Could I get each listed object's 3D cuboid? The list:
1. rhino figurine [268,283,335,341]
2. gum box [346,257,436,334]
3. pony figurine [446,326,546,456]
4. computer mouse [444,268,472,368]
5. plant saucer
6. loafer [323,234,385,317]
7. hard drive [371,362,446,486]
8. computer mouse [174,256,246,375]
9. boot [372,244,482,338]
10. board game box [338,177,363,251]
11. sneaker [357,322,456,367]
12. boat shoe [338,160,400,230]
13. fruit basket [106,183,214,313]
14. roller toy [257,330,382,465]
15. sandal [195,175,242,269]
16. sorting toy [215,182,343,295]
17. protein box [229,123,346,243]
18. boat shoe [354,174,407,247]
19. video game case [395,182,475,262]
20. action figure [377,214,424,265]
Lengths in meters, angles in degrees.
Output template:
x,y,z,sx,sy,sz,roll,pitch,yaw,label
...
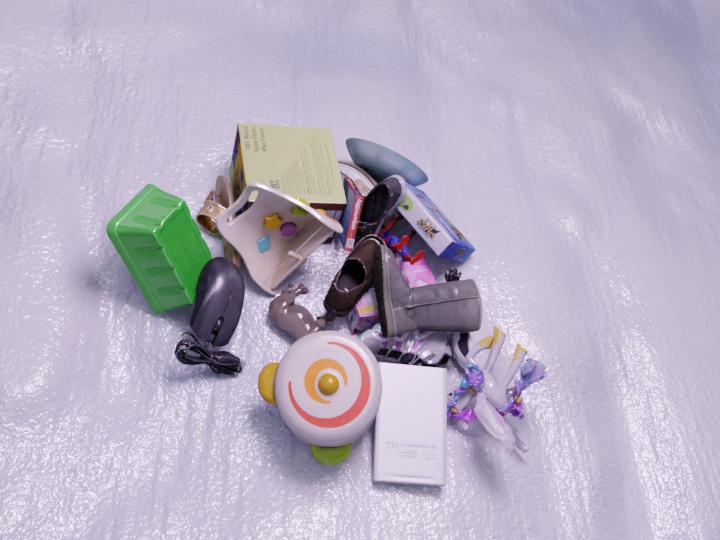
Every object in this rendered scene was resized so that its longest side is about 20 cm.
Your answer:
x,y,z,sx,sy,sz,roll,pitch,yaw,label
-0.090,0.110,1.375,0.200,0.060,0.087,44,55,11,rhino figurine
0.063,0.047,1.467,0.195,0.067,0.115,-7,57,-23,gum box
0.243,0.228,1.344,0.192,0.166,0.201,39,90,28,pony figurine
0.193,0.107,1.462,0.043,0.110,0.205,-8,63,7,computer mouse
0.050,-0.219,1.595,0.197,0.201,0.039,25,83,-1,plant saucer
0.000,0.000,1.391,0.072,0.072,0.202,27,52,4,loafer
0.088,0.270,1.309,0.128,0.026,0.205,6,68,-8,hard drive
-0.241,0.072,1.290,0.137,0.052,0.205,24,65,-41,computer mouse
0.126,0.034,1.373,0.195,0.072,0.187,-8,93,-14,boot
-0.024,-0.114,1.464,0.019,0.105,0.200,11,16,-10,board game box
0.092,0.163,1.390,0.196,0.078,0.142,-14,65,-21,sneaker
-0.001,-0.161,1.587,0.198,0.075,0.069,35,51,10,boat shoe
-0.371,-0.045,1.330,0.213,0.217,0.157,31,51,5,fruit basket
-0.055,0.198,1.244,0.182,0.140,0.200,-43,78,-14,roller toy
-0.284,-0.097,1.442,0.068,0.078,0.216,-3,62,-28,sandal
-0.164,-0.082,1.369,0.178,0.199,0.108,31,30,-35,sorting toy
-0.152,-0.174,1.505,0.195,0.136,0.202,-1,57,-20,protein box
0.018,-0.110,1.473,0.066,0.200,0.071,-20,71,-48,boat shoe
0.146,-0.102,1.541,0.182,0.045,0.199,51,15,17,video game case
0.088,-0.070,1.487,0.065,0.200,0.099,44,84,-16,action figure
